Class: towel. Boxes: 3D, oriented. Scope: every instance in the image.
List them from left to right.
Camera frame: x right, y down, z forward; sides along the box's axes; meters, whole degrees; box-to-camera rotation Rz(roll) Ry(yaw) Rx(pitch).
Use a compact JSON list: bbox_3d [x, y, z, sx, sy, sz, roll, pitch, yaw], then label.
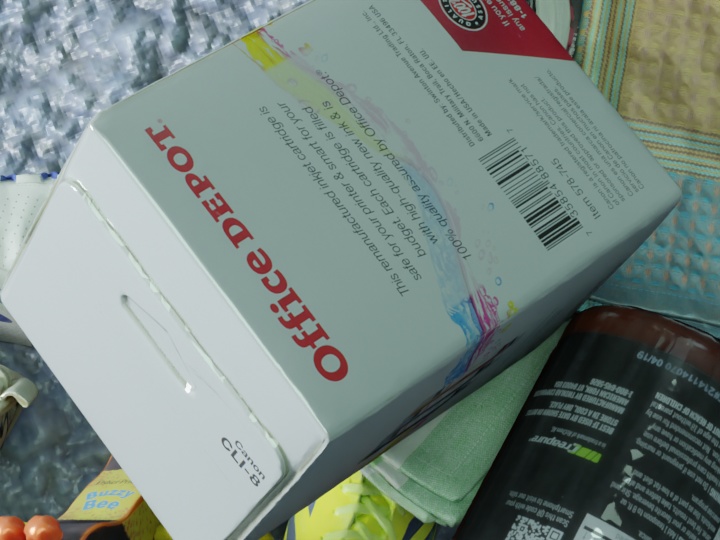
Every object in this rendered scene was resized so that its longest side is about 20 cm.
[{"bbox_3d":[0.000,0.000,0.963,0.200,0.023,0.153,40,56,2],"label":"towel"},{"bbox_3d":[0.161,-0.066,0.964,0.146,0.022,0.201,9,81,0],"label":"towel"}]

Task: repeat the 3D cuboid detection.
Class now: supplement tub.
[{"bbox_3d":[0.089,0.121,0.900,0.107,0.107,0.201,28,72,7],"label":"supplement tub"}]

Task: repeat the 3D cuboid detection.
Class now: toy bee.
[{"bbox_3d":[-0.098,0.121,0.903,0.130,0.109,0.200,-18,34,12],"label":"toy bee"}]

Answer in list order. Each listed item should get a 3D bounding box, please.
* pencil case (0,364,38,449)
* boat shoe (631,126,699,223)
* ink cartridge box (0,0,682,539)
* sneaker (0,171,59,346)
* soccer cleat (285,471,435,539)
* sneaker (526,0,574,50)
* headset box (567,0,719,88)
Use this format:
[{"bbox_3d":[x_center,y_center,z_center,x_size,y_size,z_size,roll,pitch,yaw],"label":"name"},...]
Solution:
[{"bbox_3d":[-0.239,0.034,0.976,0.199,0.078,0.090,31,118,8],"label":"pencil case"},{"bbox_3d":[0.139,-0.010,1.001,0.200,0.073,0.063,29,72,-1],"label":"boat shoe"},{"bbox_3d":[-0.011,-0.008,0.861,0.200,0.145,0.146,-31,79,-35],"label":"ink cartridge box"},{"bbox_3d":[-0.124,-0.022,1.003,0.198,0.081,0.116,18,72,-3],"label":"sneaker"},{"bbox_3d":[-0.009,0.131,0.946,0.064,0.084,0.201,18,75,4],"label":"soccer cleat"},{"bbox_3d":[0.048,-0.141,0.986,0.074,0.080,0.201,20,72,-39],"label":"sneaker"},{"bbox_3d":[0.165,-0.146,1.034,0.148,0.075,0.201,9,75,1],"label":"headset box"}]
